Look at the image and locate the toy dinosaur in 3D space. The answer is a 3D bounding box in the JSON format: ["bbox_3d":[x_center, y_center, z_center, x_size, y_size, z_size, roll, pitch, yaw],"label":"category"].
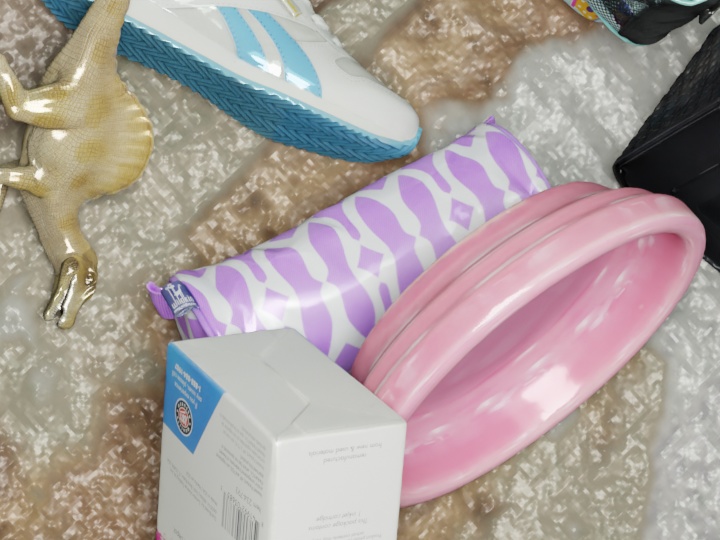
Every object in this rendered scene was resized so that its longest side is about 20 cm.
[{"bbox_3d":[-0.144,-0.077,1.334,0.100,0.058,0.201,10,109,-9],"label":"toy dinosaur"}]

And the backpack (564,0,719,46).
[{"bbox_3d":[0.121,-0.230,1.381,0.200,0.153,0.176,43,75,-10],"label":"backpack"}]

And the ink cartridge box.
[{"bbox_3d":[-0.041,0.141,1.278,0.067,0.116,0.201,-7,114,-27],"label":"ink cartridge box"}]

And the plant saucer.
[{"bbox_3d":[0.069,0.028,1.316,0.200,0.201,0.051,-34,70,-16],"label":"plant saucer"}]

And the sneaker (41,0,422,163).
[{"bbox_3d":[-0.053,-0.120,1.366,0.199,0.076,0.081,30,74,-9],"label":"sneaker"}]

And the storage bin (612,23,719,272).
[{"bbox_3d":[0.220,-0.056,1.353,0.135,0.200,0.094,39,74,-5],"label":"storage bin"}]

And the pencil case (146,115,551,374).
[{"bbox_3d":[0.000,0.000,1.360,0.199,0.084,0.086,-24,43,-16],"label":"pencil case"}]
